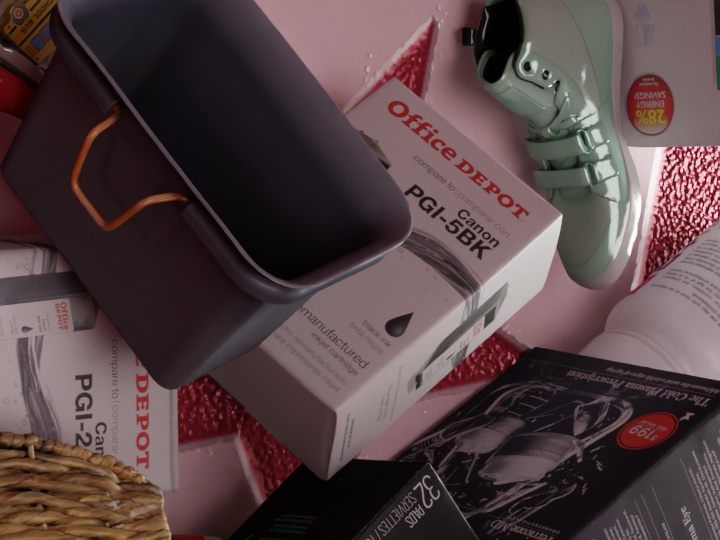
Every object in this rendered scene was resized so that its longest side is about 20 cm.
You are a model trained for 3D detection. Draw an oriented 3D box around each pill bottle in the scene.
[{"bbox_3d":[0.240,0.043,1.391,0.200,0.113,0.114,-37,113,-28],"label":"pill bottle"}]

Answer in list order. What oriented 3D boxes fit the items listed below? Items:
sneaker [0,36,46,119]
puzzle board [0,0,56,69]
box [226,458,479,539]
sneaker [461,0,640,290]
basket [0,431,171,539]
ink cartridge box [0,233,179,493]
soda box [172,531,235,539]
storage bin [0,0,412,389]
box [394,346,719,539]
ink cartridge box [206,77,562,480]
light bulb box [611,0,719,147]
[{"bbox_3d":[-0.255,-0.104,1.060,0.198,0.077,0.086,17,89,-25],"label":"sneaker"},{"bbox_3d":[-0.143,-0.194,1.159,0.151,0.017,0.201,49,66,-28],"label":"puzzle board"},{"bbox_3d":[-0.022,0.224,1.130,0.200,0.124,0.149,-45,112,-29],"label":"box"},{"bbox_3d":[0.118,-0.087,1.316,0.117,0.073,0.203,0,84,-42],"label":"sneaker"},{"bbox_3d":[-0.208,0.171,1.017,0.199,0.149,0.144,4,60,-36],"label":"basket"},{"bbox_3d":[-0.201,0.057,1.097,0.199,0.084,0.147,-4,96,-37],"label":"ink cartridge box"},{"bbox_3d":[-0.072,0.194,1.212,0.199,0.064,0.069,1,92,-36],"label":"soda box"},{"bbox_3d":[-0.098,-0.039,1.037,0.200,0.134,0.145,51,41,11],"label":"storage bin"},{"bbox_3d":[0.130,0.149,1.269,0.182,0.199,0.105,-37,115,-28],"label":"box"},{"bbox_3d":[0.000,0.000,1.188,0.200,0.147,0.083,-40,159,-28],"label":"ink cartridge box"},{"bbox_3d":[0.304,-0.155,1.354,0.199,0.197,0.126,-11,99,-44],"label":"light bulb box"}]
